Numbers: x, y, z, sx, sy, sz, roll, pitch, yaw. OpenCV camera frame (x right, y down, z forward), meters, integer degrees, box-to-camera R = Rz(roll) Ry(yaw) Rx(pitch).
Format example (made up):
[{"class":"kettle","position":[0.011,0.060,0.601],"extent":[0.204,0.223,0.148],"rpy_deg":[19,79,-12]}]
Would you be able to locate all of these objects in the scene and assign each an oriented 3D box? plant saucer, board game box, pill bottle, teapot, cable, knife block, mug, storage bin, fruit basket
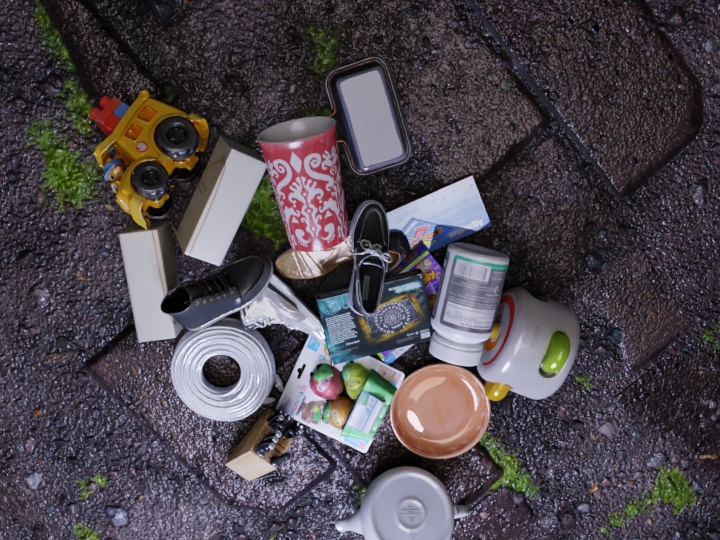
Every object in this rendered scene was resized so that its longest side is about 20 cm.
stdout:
[{"class":"plant saucer","position":[0.156,0.274,1.430],"extent":[0.198,0.037,0.202],"rpy_deg":[-1,104,-2]},{"class":"board game box","position":[0.135,-0.093,1.350],"extent":[0.199,0.019,0.104],"rpy_deg":[-23,103,4]},{"class":"board game box","position":[0.083,0.065,1.362],"extent":[0.200,0.045,0.135],"rpy_deg":[-40,111,8]},{"class":"pill bottle","position":[0.189,0.059,1.289],"extent":[0.112,0.113,0.201],"rpy_deg":[11,102,-4]},{"class":"teapot","position":[0.088,0.487,1.430],"extent":[0.200,0.146,0.198],"rpy_deg":[39,66,8]},{"class":"cable","position":[-0.262,0.191,1.380],"extent":[0.199,0.069,0.201],"rpy_deg":[-16,104,2]},{"class":"knife block","position":[-0.185,0.345,1.365],"extent":[0.064,0.176,0.200],"rpy_deg":[37,100,-9]},{"class":"mug","position":[-0.078,-0.154,1.242],"extent":[0.133,0.178,0.201],"rpy_deg":[3,119,27]},{"class":"storage bin","position":[0.007,-0.261,1.247],"extent":[0.145,0.134,0.201],"rpy_deg":[-17,103,2]},{"class":"fruit basket","position":[-0.041,0.235,1.387],"extent":[0.199,0.094,0.186],"rpy_deg":[25,102,-4]},{"class":"board game box","position":[0.028,0.085,1.316],"extent":[0.199,0.028,0.136],"rpy_deg":[-14,110,-6]}]

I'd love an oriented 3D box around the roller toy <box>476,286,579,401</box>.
[{"class":"roller toy","position":[0.297,0.132,1.327],"extent":[0.139,0.183,0.200],"rpy_deg":[21,135,-8]}]

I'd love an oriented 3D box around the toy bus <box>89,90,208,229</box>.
[{"class":"toy bus","position":[-0.380,-0.201,1.225],"extent":[0.191,0.136,0.201],"rpy_deg":[30,71,-3]}]

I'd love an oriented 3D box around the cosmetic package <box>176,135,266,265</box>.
[{"class":"cosmetic package","position":[-0.247,-0.123,1.273],"extent":[0.073,0.104,0.201],"rpy_deg":[20,102,-29]}]

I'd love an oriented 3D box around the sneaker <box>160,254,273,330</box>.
[{"class":"sneaker","position":[-0.248,0.033,1.270],"extent":[0.200,0.106,0.075],"rpy_deg":[-37,71,1]}]

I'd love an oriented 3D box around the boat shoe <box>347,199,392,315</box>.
[{"class":"boat shoe","position":[0.016,-0.023,1.241],"extent":[0.073,0.068,0.201],"rpy_deg":[11,87,-16]}]

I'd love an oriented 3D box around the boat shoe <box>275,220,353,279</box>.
[{"class":"boat shoe","position":[-0.061,-0.044,1.333],"extent":[0.199,0.070,0.071],"rpy_deg":[-18,125,11]}]

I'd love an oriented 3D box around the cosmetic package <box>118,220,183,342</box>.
[{"class":"cosmetic package","position":[-0.377,0.017,1.318],"extent":[0.073,0.104,0.202],"rpy_deg":[-7,105,-1]}]

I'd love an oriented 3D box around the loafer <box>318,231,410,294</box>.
[{"class":"loafer","position":[0.000,0.000,1.333],"extent":[0.200,0.072,0.073],"rpy_deg":[-36,100,18]}]

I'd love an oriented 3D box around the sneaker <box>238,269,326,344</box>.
[{"class":"sneaker","position":[-0.153,0.088,1.349],"extent":[0.200,0.076,0.115],"rpy_deg":[44,88,-2]}]
